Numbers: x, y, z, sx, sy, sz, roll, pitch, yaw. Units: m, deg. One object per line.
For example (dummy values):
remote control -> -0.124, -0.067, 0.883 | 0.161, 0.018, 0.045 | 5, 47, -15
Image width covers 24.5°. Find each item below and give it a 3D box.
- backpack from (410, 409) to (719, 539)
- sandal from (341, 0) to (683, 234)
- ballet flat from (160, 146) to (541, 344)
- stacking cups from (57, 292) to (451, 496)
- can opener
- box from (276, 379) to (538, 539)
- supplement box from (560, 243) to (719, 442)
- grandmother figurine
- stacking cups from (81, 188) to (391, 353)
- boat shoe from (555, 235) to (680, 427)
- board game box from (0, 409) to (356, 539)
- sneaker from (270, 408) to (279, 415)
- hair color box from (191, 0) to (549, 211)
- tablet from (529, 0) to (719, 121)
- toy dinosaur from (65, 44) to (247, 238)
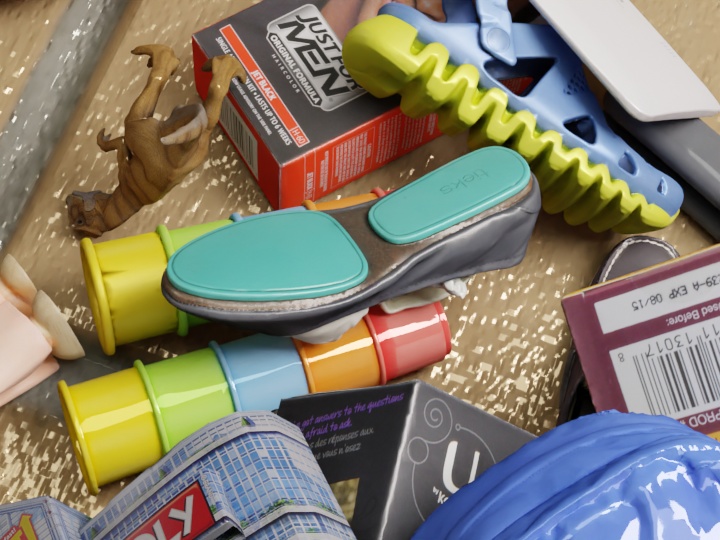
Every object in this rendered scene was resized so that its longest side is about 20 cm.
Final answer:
backpack -> 0.121, 0.156, 0.624 | 0.162, 0.168, 0.201 | -31, 97, -12
sandal -> 0.092, -0.092, 0.864 | 0.199, 0.079, 0.087 | 35, 74, -13
ballet flat -> 0.000, 0.000, 0.813 | 0.199, 0.073, 0.073 | -19, 66, -19
stacking cups -> -0.052, 0.053, 0.848 | 0.199, 0.061, 0.061 | -19, 66, -16
can opener -> 0.200, -0.027, 0.897 | 0.066, 0.053, 0.200 | -35, 70, -19
box -> 0.014, 0.165, 0.729 | 0.122, 0.106, 0.201 | 28, 67, -31
supplement box -> 0.186, 0.028, 0.770 | 0.110, 0.200, 0.086 | -19, 85, 27
grandmother figurine -> -0.235, 0.079, 0.825 | 0.200, 0.061, 0.121 | -37, 44, -15
stacking cups -> -0.044, -0.011, 0.870 | 0.199, 0.061, 0.061 | -15, 66, -14
boat shoe -> 0.136, 0.064, 0.842 | 0.071, 0.065, 0.201 | 16, 63, 8
board game box -> -0.097, 0.150, 0.684 | 0.200, 0.062, 0.200 | -42, 45, 9
sneaker -> -0.076, 0.156, 0.784 | 0.080, 0.074, 0.201 | 34, 81, 7
hair color box -> 0.016, -0.123, 0.931 | 0.199, 0.061, 0.102 | -29, 68, -16
tablet -> 0.110, -0.157, 0.891 | 0.200, 0.014, 0.130 | 51, 27, 15
toy dinosaur -> -0.093, -0.066, 0.836 | 0.060, 0.200, 0.107 | 21, 66, -18
